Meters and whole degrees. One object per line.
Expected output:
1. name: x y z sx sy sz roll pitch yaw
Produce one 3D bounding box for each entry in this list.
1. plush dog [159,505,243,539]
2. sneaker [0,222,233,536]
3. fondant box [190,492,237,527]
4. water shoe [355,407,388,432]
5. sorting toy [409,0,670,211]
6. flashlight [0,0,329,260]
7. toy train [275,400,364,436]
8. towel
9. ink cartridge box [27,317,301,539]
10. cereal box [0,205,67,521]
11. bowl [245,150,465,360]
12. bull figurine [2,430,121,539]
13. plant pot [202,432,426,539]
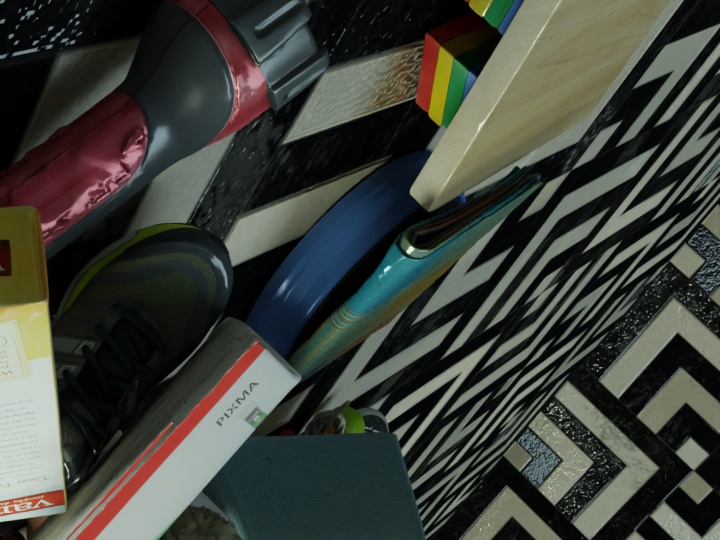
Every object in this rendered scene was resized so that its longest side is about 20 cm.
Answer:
1. plush dog: -0.121 0.253 0.800 0.200 0.172 0.160 -43 171 -7
2. sneaker: -0.133 0.061 0.657 0.200 0.074 0.081 -47 -155 0
3. fondant box: -0.192 0.257 0.998 0.200 0.058 0.144 -43 -176 32
4. water shoe: -0.046 0.228 1.462 0.200 0.071 0.079 -58 -153 -3
5. sorting toy: 0.114 -0.156 0.832 0.200 0.070 0.199 -32 160 -45
6. flashlight: -0.107 -0.047 0.526 0.200 0.068 0.068 -38 -158 -14
7. toy train: -0.029 0.165 1.294 0.200 0.085 0.116 -56 173 34
8. towel: 0.022 0.010 0.910 0.147 0.022 0.200 -30 170 -45
9. ink cartridge box: -0.090 0.095 0.599 0.161 0.050 0.200 -48 -172 -6
10. cereal box: -0.180 0.048 0.483 0.144 0.040 0.200 -5 153 -14
11. bowl: 0.000 0.000 0.995 0.201 0.039 0.201 -43 165 -14
12. bull figurine: -0.170 0.142 0.856 0.121 0.065 0.200 -44 169 -26
13. plant pot: -0.055 0.274 1.129 0.196 0.200 0.196 3 137 -34
